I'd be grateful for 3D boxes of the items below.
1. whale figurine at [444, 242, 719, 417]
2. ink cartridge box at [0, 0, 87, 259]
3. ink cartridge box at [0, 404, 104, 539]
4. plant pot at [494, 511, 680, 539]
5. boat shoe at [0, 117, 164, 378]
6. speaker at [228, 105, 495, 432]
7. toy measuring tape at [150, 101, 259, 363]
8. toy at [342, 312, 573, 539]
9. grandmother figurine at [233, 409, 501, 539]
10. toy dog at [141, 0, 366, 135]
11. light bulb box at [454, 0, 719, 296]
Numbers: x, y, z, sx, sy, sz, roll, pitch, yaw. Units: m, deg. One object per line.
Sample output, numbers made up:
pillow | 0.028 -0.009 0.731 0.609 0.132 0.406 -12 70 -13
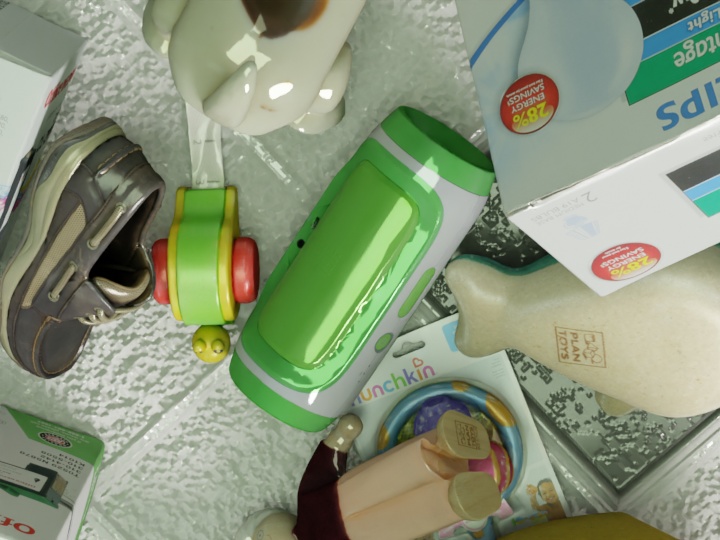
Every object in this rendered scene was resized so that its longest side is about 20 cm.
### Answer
whale figurine | 0.156 0.016 1.507 0.199 0.104 0.159 3 130 18
ink cartridge box | -0.247 -0.058 1.482 0.083 0.146 0.200 23 105 -3
ink cartridge box | -0.250 0.151 1.506 0.146 0.200 0.085 19 105 -2
plant pot | 0.146 0.265 1.501 0.200 0.194 0.196 -38 121 -20
boat shoe | -0.168 0.001 1.487 0.073 0.074 0.200 38 137 19
speaker | 0.000 0.000 1.513 0.088 0.088 0.200 33 104 -5
toy measuring tape | -0.099 -0.037 1.518 0.073 0.074 0.201 -1 104 4
toy | 0.064 0.136 1.562 0.115 0.047 0.200 -21 102 8
grandmother figurine | -0.004 0.150 1.535 0.200 0.122 0.060 -30 142 36
toy dog | -0.040 -0.190 1.419 0.139 0.194 0.200 32 112 4
light bulb box | 0.171 -0.127 1.383 0.198 0.125 0.200 -26 56 22
